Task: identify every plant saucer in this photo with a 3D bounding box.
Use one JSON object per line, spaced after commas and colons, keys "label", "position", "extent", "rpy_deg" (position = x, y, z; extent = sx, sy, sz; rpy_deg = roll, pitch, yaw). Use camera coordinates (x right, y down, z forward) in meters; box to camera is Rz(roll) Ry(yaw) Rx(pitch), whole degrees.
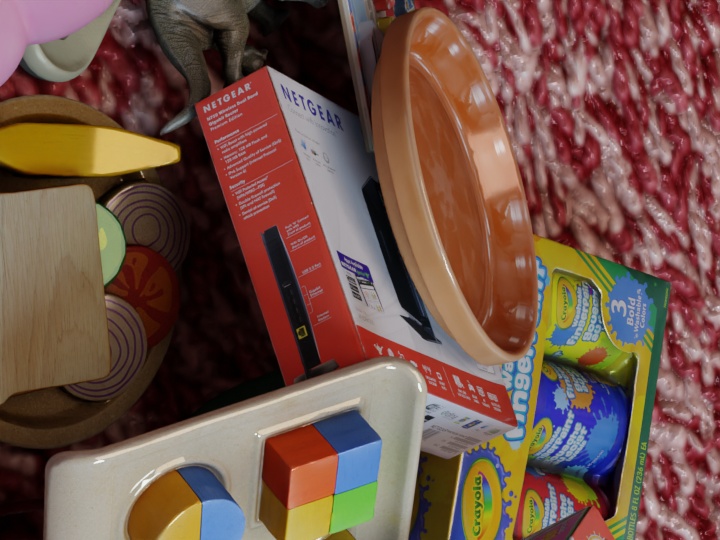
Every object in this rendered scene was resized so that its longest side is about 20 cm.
{"label": "plant saucer", "position": [0.050, -0.045, 1.557], "extent": [0.200, 0.032, 0.201], "rpy_deg": [-14, 90, -72]}

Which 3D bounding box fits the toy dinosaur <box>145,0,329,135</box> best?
{"label": "toy dinosaur", "position": [-0.079, -0.155, 1.553], "extent": [0.102, 0.077, 0.200], "rpy_deg": [45, 65, -21]}

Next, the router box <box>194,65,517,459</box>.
{"label": "router box", "position": [0.000, 0.000, 1.536], "extent": [0.200, 0.049, 0.180], "rpy_deg": [23, 44, -62]}

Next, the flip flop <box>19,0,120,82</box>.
{"label": "flip flop", "position": [-0.132, -0.195, 1.497], "extent": [0.081, 0.057, 0.200], "rpy_deg": [32, 69, -39]}

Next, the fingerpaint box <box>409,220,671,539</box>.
{"label": "fingerpaint box", "position": [0.099, 0.085, 1.708], "extent": [0.167, 0.073, 0.201], "rpy_deg": [18, 77, -42]}

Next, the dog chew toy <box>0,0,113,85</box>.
{"label": "dog chew toy", "position": [-0.204, -0.138, 1.390], "extent": [0.200, 0.124, 0.125], "rpy_deg": [-47, 121, -18]}

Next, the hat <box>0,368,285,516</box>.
{"label": "hat", "position": [-0.090, 0.112, 1.565], "extent": [0.200, 0.176, 0.166], "rpy_deg": [66, 22, -53]}

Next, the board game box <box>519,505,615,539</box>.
{"label": "board game box", "position": [0.034, 0.207, 1.497], "extent": [0.040, 0.200, 0.153], "rpy_deg": [58, 25, -5]}

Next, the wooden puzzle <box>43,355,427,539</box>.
{"label": "wooden puzzle", "position": [-0.060, 0.145, 1.415], "extent": [0.200, 0.046, 0.186], "rpy_deg": [-14, 132, -25]}

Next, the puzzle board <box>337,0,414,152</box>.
{"label": "puzzle board", "position": [0.006, -0.179, 1.589], "extent": [0.151, 0.017, 0.201], "rpy_deg": [-55, 135, -72]}

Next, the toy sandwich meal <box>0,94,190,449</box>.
{"label": "toy sandwich meal", "position": [-0.157, 0.000, 1.464], "extent": [0.205, 0.070, 0.206], "rpy_deg": [0, 90, -44]}
